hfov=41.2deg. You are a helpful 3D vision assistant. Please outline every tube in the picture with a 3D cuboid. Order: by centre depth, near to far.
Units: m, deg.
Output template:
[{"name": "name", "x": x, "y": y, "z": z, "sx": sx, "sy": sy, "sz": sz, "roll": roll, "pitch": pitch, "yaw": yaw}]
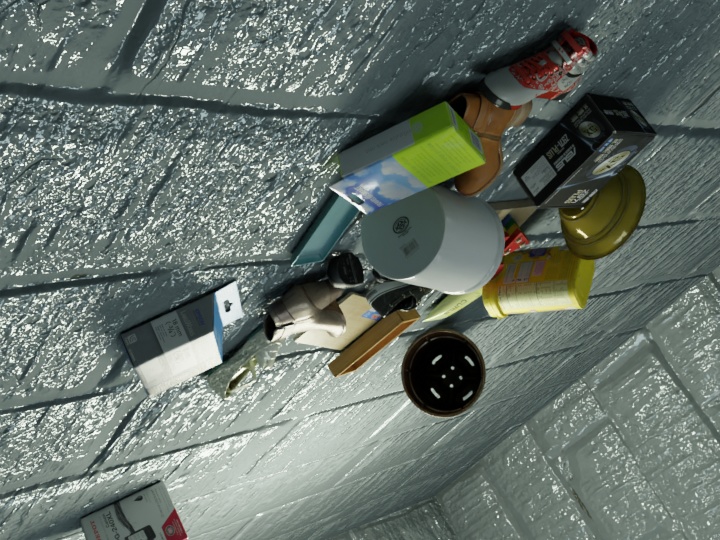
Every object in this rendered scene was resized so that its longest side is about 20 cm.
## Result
[{"name": "tube", "x": 0.220, "y": 0.057, "z": 2.071, "sx": 0.058, "sy": 0.052, "sz": 0.200, "roll": 34, "pitch": 127, "yaw": -21}]

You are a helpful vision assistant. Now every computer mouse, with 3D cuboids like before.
[{"name": "computer mouse", "x": 0.000, "y": 0.000, "z": 1.666, "sx": 0.034, "sy": 0.059, "sz": 0.199, "roll": -17, "pitch": 172, "yaw": 33}]

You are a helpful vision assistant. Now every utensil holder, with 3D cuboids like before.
[{"name": "utensil holder", "x": 0.115, "y": -0.055, "z": 1.543, "sx": 0.170, "sy": 0.171, "sz": 0.199, "roll": -40, "pitch": 153, "yaw": 23}]

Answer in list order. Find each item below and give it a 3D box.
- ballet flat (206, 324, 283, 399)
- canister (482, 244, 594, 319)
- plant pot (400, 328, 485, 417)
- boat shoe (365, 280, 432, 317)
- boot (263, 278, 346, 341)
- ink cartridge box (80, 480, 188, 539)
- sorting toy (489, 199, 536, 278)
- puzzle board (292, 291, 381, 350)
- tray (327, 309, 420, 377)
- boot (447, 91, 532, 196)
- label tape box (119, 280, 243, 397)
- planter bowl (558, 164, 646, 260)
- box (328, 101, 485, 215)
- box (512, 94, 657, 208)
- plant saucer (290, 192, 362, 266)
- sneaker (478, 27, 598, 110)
[{"name": "ballet flat", "x": -0.195, "y": 0.165, "z": 1.734, "sx": 0.200, "sy": 0.072, "sz": 0.071, "roll": -41, "pitch": 156, "yaw": 20}, {"name": "canister", "x": 0.361, "y": 0.019, "z": 1.933, "sx": 0.198, "sy": 0.150, "sz": 0.087, "roll": -6, "pitch": 133, "yaw": 35}, {"name": "plant pot", "x": 0.211, "y": 0.251, "z": 2.292, "sx": 0.199, "sy": 0.202, "sz": 0.198, "roll": -33, "pitch": 165, "yaw": 6}, {"name": "boat shoe", "x": 0.086, "y": 0.052, "z": 1.855, "sx": 0.199, "sy": 0.057, "sz": 0.069, "roll": -13, "pitch": 152, "yaw": -50}, {"name": "boot", "x": -0.100, "y": 0.085, "z": 1.679, "sx": 0.145, "sy": 0.071, "sz": 0.201, "roll": -26, "pitch": 148, "yaw": -18}, {"name": "ink cartridge box", "x": -0.497, "y": 0.579, "z": 2.103, "sx": 0.198, "sy": 0.146, "sz": 0.084, "roll": -22, "pitch": 158, "yaw": -21}, {"name": "sorting toy", "x": 0.237, "y": -0.042, "z": 1.850, "sx": 0.197, "sy": 0.070, "sz": 0.200, "roll": -9, "pitch": 149, "yaw": -44}, {"name": "puzzle board", "x": -0.031, "y": 0.099, "z": 1.872, "sx": 0.150, "sy": 0.018, "sz": 0.199, "roll": -39, "pitch": 157, "yaw": 15}, {"name": "tray", "x": 0.028, "y": 0.148, "z": 2.007, "sx": 0.200, "sy": 0.037, "sz": 0.098, "roll": -40, "pitch": 166, "yaw": 22}, {"name": "boot", "x": 0.160, "y": -0.188, "z": 1.429, "sx": 0.154, "sy": 0.077, "sz": 0.201, "roll": -11, "pitch": 148, "yaw": -43}, {"name": "label tape box", "x": -0.269, "y": 0.112, "z": 1.525, "sx": 0.198, "sy": 0.064, "sz": 0.145, "roll": -26, "pitch": 158, "yaw": -13}, {"name": "planter bowl", "x": 0.440, "y": -0.129, "z": 1.833, "sx": 0.083, "sy": 0.202, "sz": 0.200, "roll": 25, "pitch": 126, "yaw": -31}, {"name": "box", "x": 0.063, "y": -0.153, "z": 1.348, "sx": 0.198, "sy": 0.048, "sz": 0.122, "roll": -23, "pitch": 152, "yaw": 23}, {"name": "box", "x": 0.394, "y": -0.205, "z": 1.688, "sx": 0.163, "sy": 0.087, "sz": 0.200, "roll": -6, "pitch": 147, "yaw": -49}, {"name": "plant saucer", "x": -0.044, "y": -0.076, "z": 1.483, "sx": 0.069, "sy": 0.019, "sz": 0.200, "roll": -11, "pitch": 151, "yaw": -41}, {"name": "sneaker", "x": 0.257, "y": -0.292, "z": 1.357, "sx": 0.200, "sy": 0.068, "sz": 0.108, "roll": -15, "pitch": 152, "yaw": -43}]
